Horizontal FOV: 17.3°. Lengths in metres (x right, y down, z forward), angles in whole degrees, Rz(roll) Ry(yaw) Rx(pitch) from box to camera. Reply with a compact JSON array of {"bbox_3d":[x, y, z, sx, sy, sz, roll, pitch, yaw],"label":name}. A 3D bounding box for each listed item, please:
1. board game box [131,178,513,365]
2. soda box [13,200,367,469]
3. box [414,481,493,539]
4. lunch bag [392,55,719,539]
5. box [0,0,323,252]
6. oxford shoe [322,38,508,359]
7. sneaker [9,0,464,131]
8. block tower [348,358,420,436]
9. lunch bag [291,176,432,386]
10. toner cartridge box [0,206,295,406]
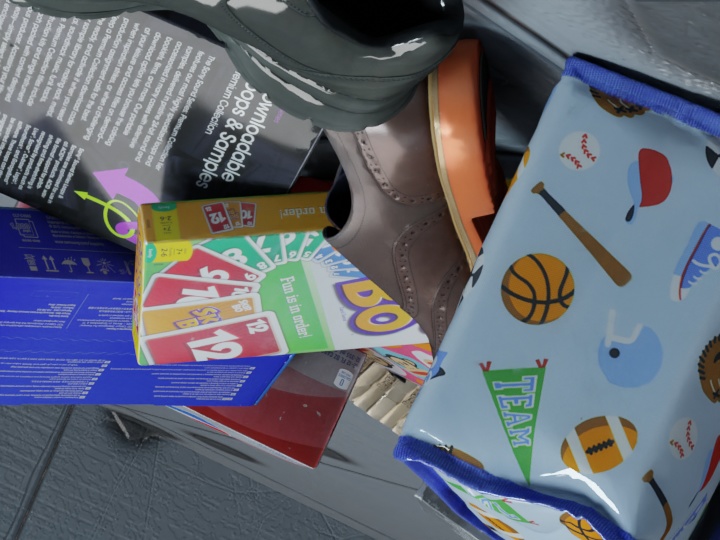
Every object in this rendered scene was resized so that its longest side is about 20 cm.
[{"bbox_3d":[0.000,0.000,1.043,0.198,0.030,0.096,-6,146,-12],"label":"board game box"},{"bbox_3d":[-0.101,0.032,1.233,0.199,0.070,0.063,26,174,-4],"label":"soda box"},{"bbox_3d":[0.149,0.097,1.065,0.199,0.158,0.050,34,172,13],"label":"box"},{"bbox_3d":[0.109,0.038,0.929,0.123,0.171,0.200,25,170,16],"label":"lunch bag"},{"bbox_3d":[-0.117,-0.079,1.010,0.199,0.036,0.143,25,138,-8],"label":"box"},{"bbox_3d":[0.023,-0.019,0.958,0.072,0.072,0.201,-3,140,7],"label":"oxford shoe"},{"bbox_3d":[-0.052,-0.116,0.802,0.199,0.077,0.091,19,162,-20],"label":"sneaker"},{"bbox_3d":[-0.025,0.017,1.332,0.199,0.058,0.054,34,-151,-23],"label":"block tower"},{"bbox_3d":[0.034,0.006,1.208,0.175,0.082,0.200,32,168,-23],"label":"lunch bag"},{"bbox_3d":[-0.114,0.019,1.107,0.199,0.043,0.095,3,140,-38],"label":"toner cartridge box"}]
